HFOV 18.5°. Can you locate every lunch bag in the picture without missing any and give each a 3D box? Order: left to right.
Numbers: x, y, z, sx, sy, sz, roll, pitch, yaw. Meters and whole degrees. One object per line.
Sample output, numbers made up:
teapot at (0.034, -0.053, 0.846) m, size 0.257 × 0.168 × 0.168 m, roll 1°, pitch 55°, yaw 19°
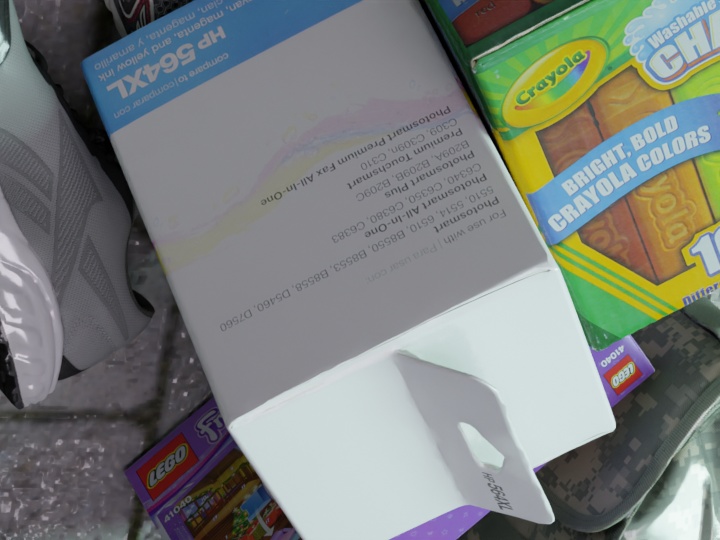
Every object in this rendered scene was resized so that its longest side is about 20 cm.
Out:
lunch bag at (0.109, 0.091, 0.945) m, size 0.117 × 0.164 × 0.201 m, roll -3°, pitch 114°, yaw -23°

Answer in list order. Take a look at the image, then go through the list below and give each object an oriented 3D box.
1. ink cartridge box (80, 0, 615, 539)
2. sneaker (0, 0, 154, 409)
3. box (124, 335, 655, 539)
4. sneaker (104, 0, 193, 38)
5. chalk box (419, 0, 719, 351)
ink cartridge box at (0.000, 0.000, 0.809) m, size 0.125 × 0.201 × 0.129 m, roll -26°, pitch 145°, yaw 2°
sneaker at (-0.129, -0.046, 0.846) m, size 0.079 × 0.074 × 0.201 m, roll -24°, pitch 127°, yaw -22°
box at (0.007, 0.064, 0.906) m, size 0.200 × 0.137 × 0.039 m, roll -40°, pitch 124°, yaw -1°
sneaker at (-0.045, -0.155, 0.813) m, size 0.080 × 0.075 × 0.201 m, roll 3°, pitch 123°, yaw -25°
chalk box at (0.089, -0.096, 0.798) m, size 0.124 × 0.124 × 0.200 m, roll -27°, pitch 133°, yaw 2°
